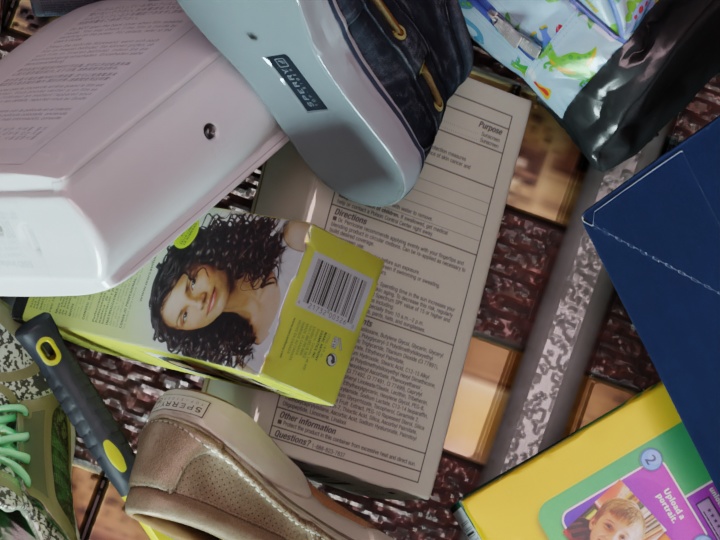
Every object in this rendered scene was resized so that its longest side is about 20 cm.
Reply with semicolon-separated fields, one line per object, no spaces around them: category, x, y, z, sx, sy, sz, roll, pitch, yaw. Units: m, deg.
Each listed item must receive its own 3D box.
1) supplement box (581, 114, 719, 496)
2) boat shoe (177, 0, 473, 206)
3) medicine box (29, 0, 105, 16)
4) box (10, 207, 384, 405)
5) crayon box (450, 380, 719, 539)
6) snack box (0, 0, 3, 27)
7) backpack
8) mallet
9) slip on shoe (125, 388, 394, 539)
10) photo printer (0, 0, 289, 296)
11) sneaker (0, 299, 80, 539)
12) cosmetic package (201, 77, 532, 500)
supplement box;0.249;0.009;1.343;0.200;0.134;0.200;-21;81;-34
boat shoe;-0.020;-0.127;1.288;0.071;0.200;0.091;0;47;37
medicine box;-0.115;-0.230;1.372;0.103;0.200;0.182;-4;81;-2
box;-0.079;0.008;1.345;0.050;0.200;0.075;25;79;-38
crayon box;0.168;0.154;1.394;0.172;0.058;0.200;-29;84;-7
snack box;-0.214;-0.081;1.417;0.072;0.024;0.200;4;70;-2
backpack;0.094;-0.174;1.406;0.200;0.154;0.163;37;55;19
mallet;-0.110;0.114;1.376;0.066;0.041;0.200;-39;101;-3
slip on shoe;-0.035;0.130;1.339;0.076;0.200;0.061;4;58;39
photo printer;-0.117;-0.065;1.346;0.200;0.166;0.069;-44;122;-40
sneaker;-0.166;0.098;1.374;0.077;0.089;0.200;-15;79;-6
cosmetic package;0.000;0.000;1.389;0.103;0.073;0.200;20;79;-24
